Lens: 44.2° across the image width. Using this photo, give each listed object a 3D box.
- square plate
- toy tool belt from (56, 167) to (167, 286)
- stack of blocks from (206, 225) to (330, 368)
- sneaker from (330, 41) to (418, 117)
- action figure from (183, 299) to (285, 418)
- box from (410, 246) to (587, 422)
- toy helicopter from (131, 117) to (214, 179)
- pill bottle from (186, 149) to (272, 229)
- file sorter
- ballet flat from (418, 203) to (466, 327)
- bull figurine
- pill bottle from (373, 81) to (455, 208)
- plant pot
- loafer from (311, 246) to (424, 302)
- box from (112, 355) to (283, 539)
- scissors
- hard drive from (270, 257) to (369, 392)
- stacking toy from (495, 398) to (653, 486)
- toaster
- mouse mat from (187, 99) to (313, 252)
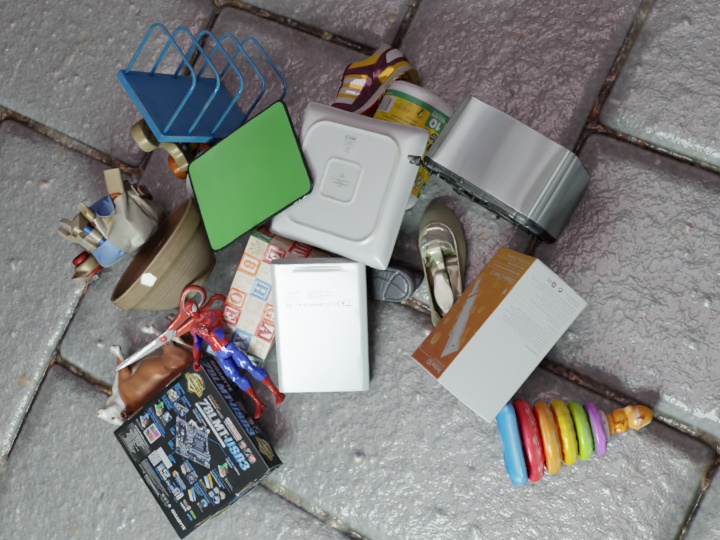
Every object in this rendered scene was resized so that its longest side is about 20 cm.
[{"bbox_3d":[-0.024,-0.122,1.224,0.200,0.028,0.198,19,93,27],"label":"square plate"},{"bbox_3d":[-0.420,-0.076,1.433,0.200,0.125,0.123,-32,111,25],"label":"toy tool belt"},{"bbox_3d":[-0.136,0.049,1.306,0.115,0.059,0.200,24,110,1],"label":"stack of blocks"},{"bbox_3d":[-0.009,-0.261,1.359,0.200,0.075,0.090,-39,62,3],"label":"sneaker"},{"bbox_3d":[-0.194,0.130,1.262,0.065,0.099,0.200,-33,99,18],"label":"action figure"},{"bbox_3d":[0.179,0.080,1.169,0.097,0.124,0.200,40,88,-15],"label":"box"},{"bbox_3d":[-0.301,-0.216,1.381,0.079,0.200,0.132,-24,90,15],"label":"toy helicopter"},{"bbox_3d":[-0.162,-0.120,1.361,0.200,0.113,0.113,19,87,22],"label":"pill bottle"},{"bbox_3d":[-0.235,-0.286,1.353,0.123,0.200,0.139,-49,66,32],"label":"file sorter"},{"bbox_3d":[0.118,-0.006,1.264,0.069,0.069,0.200,-13,76,17],"label":"ballet flat"},{"bbox_3d":[-0.337,0.158,1.393,0.200,0.065,0.121,-29,88,9],"label":"bull figurine"},{"bbox_3d":[0.050,-0.160,1.283,0.113,0.113,0.200,28,90,22],"label":"pill bottle"},{"bbox_3d":[-0.289,-0.008,1.374,0.093,0.201,0.201,37,95,-19],"label":"plant pot"},{"bbox_3d":[0.000,0.000,1.317,0.200,0.063,0.072,15,115,27],"label":"loafer"},{"bbox_3d":[-0.245,0.264,1.325,0.198,0.050,0.200,-41,77,18],"label":"box"},{"bbox_3d":[-0.284,0.100,1.344,0.200,0.073,0.014,-47,30,12],"label":"scissors"},{"bbox_3d":[-0.055,0.079,1.261,0.132,0.027,0.200,-1,111,1],"label":"hard drive"},{"bbox_3d":[0.282,0.208,1.159,0.200,0.116,0.110,-11,85,3],"label":"stacking toy"},{"bbox_3d":[0.193,-0.133,1.190,0.181,0.200,0.119,34,97,22],"label":"toaster"},{"bbox_3d":[-0.164,-0.135,1.286,0.200,0.008,0.161,-30,67,26],"label":"mouse mat"}]
